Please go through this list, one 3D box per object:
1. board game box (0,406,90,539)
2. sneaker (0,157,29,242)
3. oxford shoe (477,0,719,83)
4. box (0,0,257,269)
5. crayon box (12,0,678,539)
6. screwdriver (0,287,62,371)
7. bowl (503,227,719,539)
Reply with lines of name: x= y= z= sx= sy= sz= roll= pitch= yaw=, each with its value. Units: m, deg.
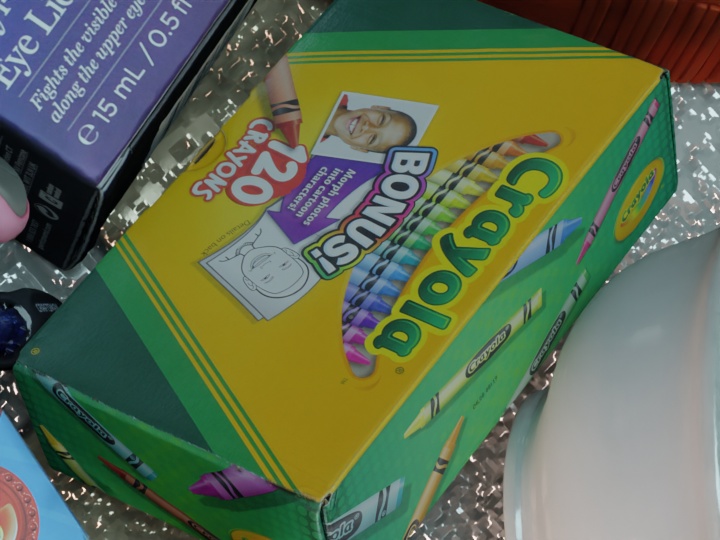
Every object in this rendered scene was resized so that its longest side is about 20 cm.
board game box: x=-0.220 y=0.060 z=0.905 sx=0.200 sy=0.056 sz=0.196 roll=-33 pitch=84 yaw=-18
sneaker: x=-0.202 y=-0.039 z=0.874 sx=0.200 sy=0.079 sz=0.096 roll=33 pitch=97 yaw=7
oxford shoe: x=0.083 y=-0.117 z=1.015 sx=0.199 sy=0.071 sz=0.073 roll=13 pitch=66 yaw=-9
box: x=-0.131 y=-0.122 z=0.949 sx=0.200 sy=0.104 sz=0.148 roll=33 pitch=72 yaw=-3
crayon box: x=0.000 y=0.000 z=0.926 sx=0.119 sy=0.058 sz=0.200 roll=22 pitch=56 yaw=28
screwdriver: x=-0.116 y=0.014 z=0.871 sx=0.028 sy=0.200 sz=0.029 roll=-6 pitch=85 yaw=6
bowl: x=0.103 y=0.079 z=0.927 sx=0.090 sy=0.201 sz=0.202 roll=-8 pitch=74 yaw=23
